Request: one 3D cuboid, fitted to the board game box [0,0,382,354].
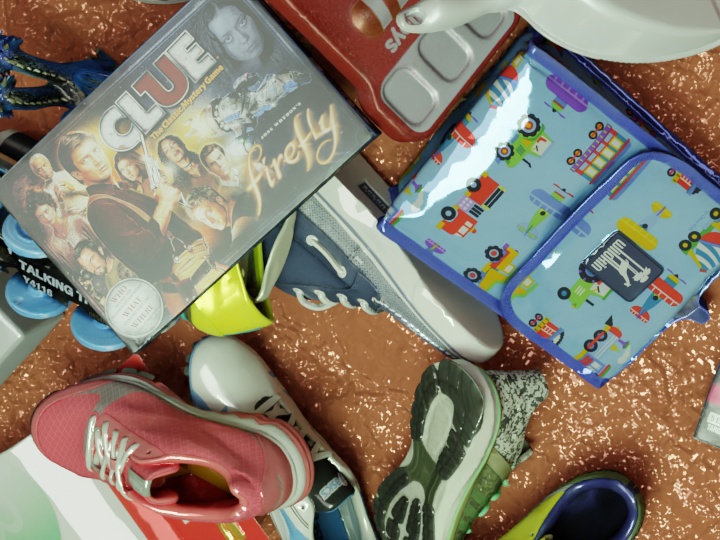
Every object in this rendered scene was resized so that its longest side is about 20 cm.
[{"bbox_3d":[-0.106,-0.066,1.248,0.200,0.035,0.136,-42,89,8],"label":"board game box"}]

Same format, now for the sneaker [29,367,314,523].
[{"bbox_3d":[-0.133,0.114,1.310,0.199,0.087,0.074,9,108,23],"label":"sneaker"}]

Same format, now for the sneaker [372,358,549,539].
[{"bbox_3d":[0.072,0.135,1.327,0.077,0.088,0.200,59,143,37],"label":"sneaker"}]

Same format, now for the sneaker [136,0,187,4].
[{"bbox_3d":[-0.170,-0.208,1.327,0.199,0.088,0.076,3,101,16],"label":"sneaker"}]

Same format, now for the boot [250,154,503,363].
[{"bbox_3d":[0.000,0.000,1.331,0.200,0.073,0.090,49,117,12],"label":"boot"}]

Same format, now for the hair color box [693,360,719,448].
[{"bbox_3d":[0.281,0.023,1.245,0.100,0.061,0.201,21,106,12],"label":"hair color box"}]

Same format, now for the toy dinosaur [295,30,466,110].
[{"bbox_3d":[-0.007,-0.163,1.311,0.106,0.060,0.200,-38,76,10],"label":"toy dinosaur"}]

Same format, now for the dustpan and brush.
[{"bbox_3d":[0.114,-0.172,1.205,0.057,0.199,0.140,-43,66,57],"label":"dustpan and brush"}]

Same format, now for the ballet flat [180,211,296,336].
[{"bbox_3d":[-0.072,-0.057,1.293,0.067,0.067,0.201,6,97,20],"label":"ballet flat"}]

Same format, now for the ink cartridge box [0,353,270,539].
[{"bbox_3d":[-0.174,0.172,1.403,0.200,0.050,0.161,-37,88,39],"label":"ink cartridge box"}]

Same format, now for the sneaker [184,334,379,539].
[{"bbox_3d":[-0.044,0.125,1.358,0.072,0.072,0.200,-23,102,49],"label":"sneaker"}]

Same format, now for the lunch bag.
[{"bbox_3d":[0.136,-0.032,1.277,0.200,0.094,0.151,38,109,-6],"label":"lunch bag"}]

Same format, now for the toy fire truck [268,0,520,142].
[{"bbox_3d":[0.034,-0.198,1.239,0.168,0.112,0.200,45,72,-19],"label":"toy fire truck"}]

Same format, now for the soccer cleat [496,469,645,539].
[{"bbox_3d":[0.095,0.195,1.290,0.200,0.084,0.065,-40,81,-8],"label":"soccer cleat"}]

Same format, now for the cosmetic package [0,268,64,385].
[{"bbox_3d":[-0.314,-0.001,1.424,0.200,0.071,0.101,47,111,4],"label":"cosmetic package"}]

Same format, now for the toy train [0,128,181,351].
[{"bbox_3d":[-0.190,-0.027,1.356,0.200,0.114,0.087,27,139,18],"label":"toy train"}]

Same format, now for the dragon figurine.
[{"bbox_3d":[-0.158,-0.103,1.337,0.199,0.099,0.059,23,108,12],"label":"dragon figurine"}]
